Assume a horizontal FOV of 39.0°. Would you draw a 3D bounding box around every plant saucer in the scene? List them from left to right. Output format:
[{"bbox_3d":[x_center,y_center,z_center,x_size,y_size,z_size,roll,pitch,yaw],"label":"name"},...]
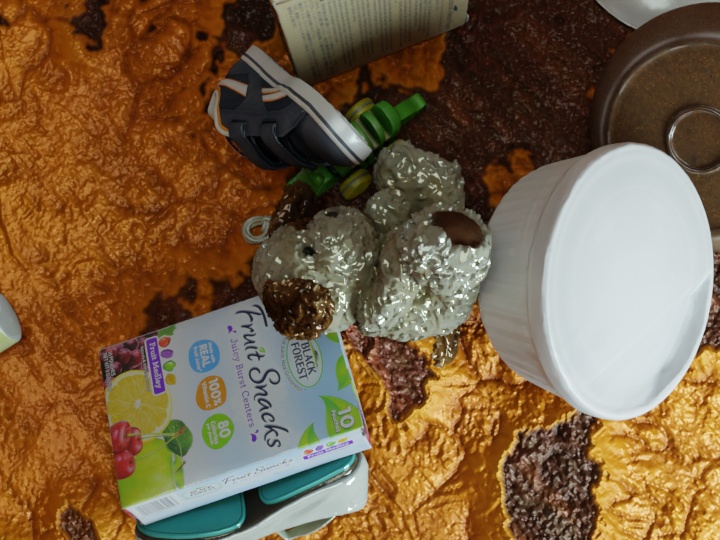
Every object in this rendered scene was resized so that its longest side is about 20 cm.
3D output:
[{"bbox_3d":[0.272,-0.106,0.803,0.198,0.034,0.203,14,117,27],"label":"plant saucer"}]

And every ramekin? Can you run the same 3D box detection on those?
[{"bbox_3d":[0.176,0.006,0.784,0.200,0.094,0.206,-3,96,-36],"label":"ramekin"}]

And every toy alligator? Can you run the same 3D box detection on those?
[{"bbox_3d":[-0.024,-0.091,0.868,0.199,0.054,0.060,-38,81,-2],"label":"toy alligator"}]

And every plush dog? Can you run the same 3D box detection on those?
[{"bbox_3d":[0.000,0.000,0.789,0.169,0.201,0.163,1,119,-6],"label":"plush dog"}]

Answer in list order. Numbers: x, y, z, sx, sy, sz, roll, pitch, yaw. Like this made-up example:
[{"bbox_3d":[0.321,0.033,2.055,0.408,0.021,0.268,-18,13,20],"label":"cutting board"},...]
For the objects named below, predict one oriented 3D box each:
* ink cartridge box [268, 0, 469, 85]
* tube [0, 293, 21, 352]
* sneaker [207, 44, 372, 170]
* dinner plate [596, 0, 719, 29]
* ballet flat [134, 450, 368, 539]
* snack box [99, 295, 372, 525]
[{"bbox_3d":[0.005,-0.234,0.812,0.163,0.200,0.076,-22,82,-1],"label":"ink cartridge box"},{"bbox_3d":[-0.388,0.086,0.872,0.198,0.052,0.058,-31,40,2],"label":"tube"},{"bbox_3d":[-0.063,-0.115,0.828,0.080,0.200,0.078,-47,127,0],"label":"sneaker"},{"bbox_3d":[0.284,-0.305,0.896,0.196,0.024,0.204,-1,82,4],"label":"dinner plate"},{"bbox_3d":[-0.083,0.201,0.829,0.197,0.069,0.070,-19,81,0],"label":"ballet flat"},{"bbox_3d":[-0.104,0.103,0.825,0.197,0.053,0.144,-18,61,1],"label":"snack box"}]
